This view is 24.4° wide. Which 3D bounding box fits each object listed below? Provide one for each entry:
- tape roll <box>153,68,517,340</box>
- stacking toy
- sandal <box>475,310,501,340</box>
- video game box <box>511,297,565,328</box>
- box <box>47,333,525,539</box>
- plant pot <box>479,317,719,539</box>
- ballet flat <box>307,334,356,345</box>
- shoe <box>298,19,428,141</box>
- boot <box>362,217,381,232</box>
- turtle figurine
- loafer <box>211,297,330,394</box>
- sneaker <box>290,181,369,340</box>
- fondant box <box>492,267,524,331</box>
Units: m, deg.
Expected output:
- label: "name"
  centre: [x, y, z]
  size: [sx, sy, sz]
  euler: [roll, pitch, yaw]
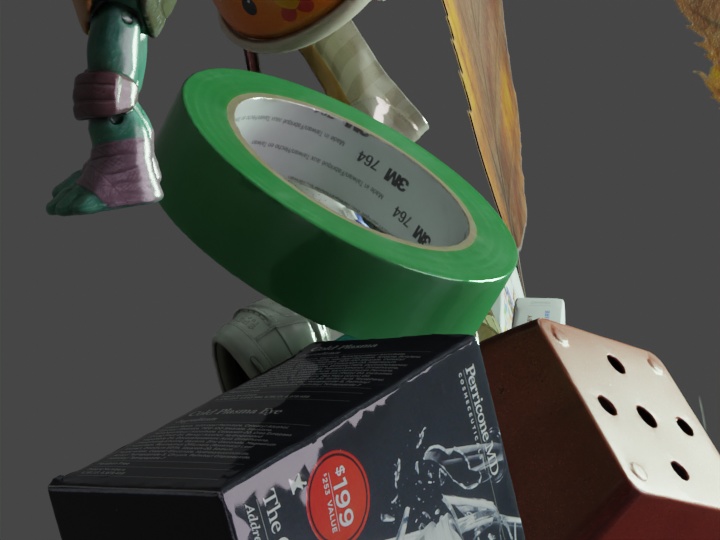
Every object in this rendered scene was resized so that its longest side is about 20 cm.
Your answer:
- label: "tape roll"
  centre: [-0.014, -0.035, 0.888]
  size: [0.048, 0.200, 0.200]
  euler: [-61, -178, 21]
- label: "stacking toy"
  centre: [-0.079, -0.236, 0.986]
  size: [0.200, 0.146, 0.146]
  euler: [40, 36, -40]
- label: "sandal"
  centre: [0.081, 0.063, 1.539]
  size: [0.200, 0.054, 0.080]
  euler: [-10, 83, -63]
- label: "video game box"
  centre: [0.139, 0.152, 1.317]
  size: [0.182, 0.047, 0.200]
  euler: [-71, 159, -55]
- label: "box"
  centre: [-0.015, 0.150, 0.733]
  size: [0.182, 0.104, 0.200]
  euler: [-28, 108, -49]
- label: "plant pot"
  centre: [0.120, 0.144, 1.048]
  size: [0.200, 0.176, 0.200]
  euler: [18, 35, -44]
- label: "ballet flat"
  centre: [-0.021, 0.081, 0.868]
  size: [0.200, 0.076, 0.064]
  euler: [-24, 132, -37]
- label: "shoe"
  centre: [-0.017, -0.157, 1.152]
  size: [0.200, 0.053, 0.070]
  euler: [62, 7, 23]
- label: "boot"
  centre: [0.012, 0.005, 1.226]
  size: [0.200, 0.066, 0.165]
  euler: [-14, 101, -75]
- label: "turtle figurine"
  centre: [-0.119, -0.128, 0.703]
  size: [0.150, 0.101, 0.200]
  euler: [-46, 129, -75]
- label: "loafer"
  centre: [-0.039, 0.114, 0.930]
  size: [0.070, 0.070, 0.200]
  euler: [-25, 106, -40]
- label: "sneaker"
  centre: [0.000, 0.001, 1.063]
  size: [0.081, 0.115, 0.199]
  euler: [59, 23, -60]
- label: "fondant box"
  centre: [0.142, 0.067, 1.777]
  size: [0.200, 0.058, 0.144]
  euler: [-82, 158, -58]
